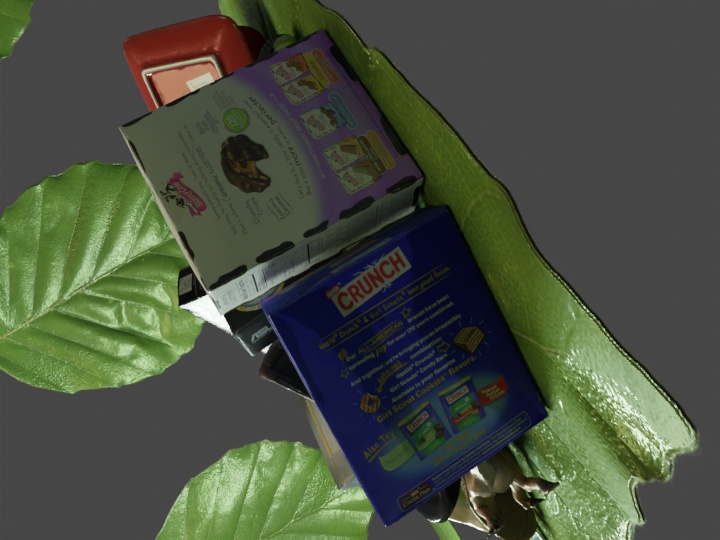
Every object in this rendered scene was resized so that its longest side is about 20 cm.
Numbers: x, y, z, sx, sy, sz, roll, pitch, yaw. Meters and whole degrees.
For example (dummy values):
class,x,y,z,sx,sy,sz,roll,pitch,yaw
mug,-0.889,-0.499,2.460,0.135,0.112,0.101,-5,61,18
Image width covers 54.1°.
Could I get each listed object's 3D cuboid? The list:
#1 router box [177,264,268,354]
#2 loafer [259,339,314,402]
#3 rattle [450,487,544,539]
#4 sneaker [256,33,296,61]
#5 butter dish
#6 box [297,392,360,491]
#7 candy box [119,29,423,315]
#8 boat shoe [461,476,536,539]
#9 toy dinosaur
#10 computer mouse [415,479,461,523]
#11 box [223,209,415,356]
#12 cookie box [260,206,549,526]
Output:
class,x,y,z,sx,sy,sz,roll,pitch,yaw
router box,-0.131,0.037,0.983,0.200,0.149,0.063,38,-144,-48
loafer,-0.016,0.134,0.704,0.200,0.063,0.072,42,163,-15
rattle,0.178,0.288,0.953,0.129,0.144,0.200,29,165,-20
sneaker,-0.072,-0.144,0.705,0.076,0.075,0.202,85,-172,-71
butter dish,-0.169,-0.235,0.911,0.198,0.148,0.201,1,125,33
box,0.030,0.187,0.921,0.048,0.198,0.159,-56,49,38
candy box,-0.075,-0.086,0.607,0.169,0.199,0.072,58,168,16
boat shoe,0.146,0.237,0.866,0.201,0.072,0.066,51,-162,2
toy dinosaur,0.132,0.200,0.756,0.136,0.085,0.200,56,175,25
computer mouse,0.069,0.187,0.808,0.138,0.052,0.202,-14,97,57
box,-0.061,-0.035,0.694,0.161,0.199,0.044,53,175,41
cookie box,0.037,0.074,0.591,0.201,0.170,0.075,62,168,-11
